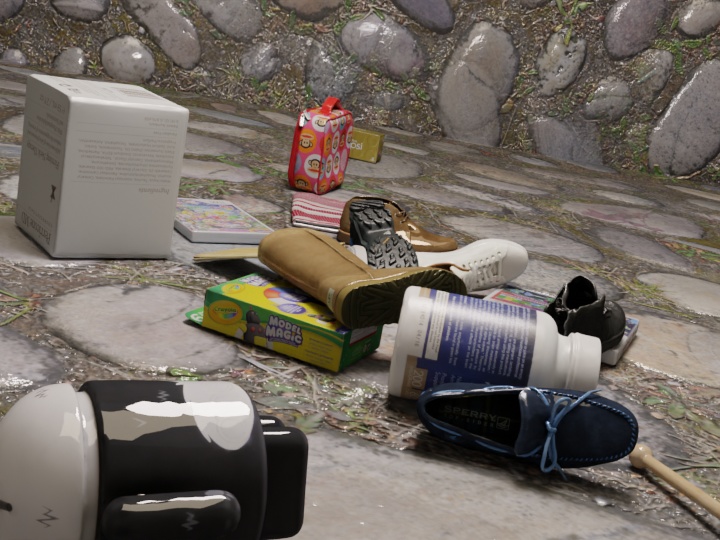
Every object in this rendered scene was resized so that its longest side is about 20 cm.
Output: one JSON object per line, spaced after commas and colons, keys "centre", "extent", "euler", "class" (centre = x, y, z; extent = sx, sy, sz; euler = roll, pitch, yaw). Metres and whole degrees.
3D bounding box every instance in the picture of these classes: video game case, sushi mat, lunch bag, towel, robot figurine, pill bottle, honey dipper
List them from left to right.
{"centre": [-0.133, 0.134, 0.645], "extent": [0.197, 0.151, 0.126], "euler": [3, 52, -26], "class": "robot figurine"}
{"centre": [-0.228, -0.078, 1.572], "extent": [0.141, 0.018, 0.199], "euler": [1, 17, -32], "class": "video game case"}
{"centre": [-0.121, -0.023, 1.335], "extent": [0.198, 0.012, 0.095], "euler": [-1, 6, 39], "class": "sushi mat"}
{"centre": [-0.072, -0.250, 2.009], "extent": [0.081, 0.179, 0.200], "euler": [14, 14, 13], "class": "lunch bag"}
{"centre": [-0.048, -0.098, 1.766], "extent": [0.141, 0.023, 0.200], "euler": [8, 15, -5], "class": "towel"}
{"centre": [0.131, 0.088, 1.014], "extent": [0.196, 0.113, 0.111], "euler": [11, 14, 5], "class": "pill bottle"}
{"centre": [0.258, 0.068, 1.358], "extent": [0.197, 0.023, 0.182], "euler": [15, 16, 21], "class": "video game case"}
{"centre": [0.293, 0.195, 0.878], "extent": [0.037, 0.039, 0.200], "euler": [4, 15, -22], "class": "honey dipper"}

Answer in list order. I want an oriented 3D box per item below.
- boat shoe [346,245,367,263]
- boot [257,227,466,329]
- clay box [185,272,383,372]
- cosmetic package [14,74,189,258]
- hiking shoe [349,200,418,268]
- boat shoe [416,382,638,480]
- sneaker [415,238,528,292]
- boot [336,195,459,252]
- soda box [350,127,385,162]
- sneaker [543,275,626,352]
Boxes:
{"centre": [-0.030, 0.018, 1.273], "extent": [0.067, 0.073, 0.201], "euler": [9, 24, -4], "class": "boat shoe"}
{"centre": [0.000, 0.000, 1.157], "extent": [0.173, 0.067, 0.199], "euler": [2, 18, -31], "class": "boot"}
{"centre": [-0.085, 0.050, 1.134], "extent": [0.197, 0.048, 0.115], "euler": [17, 16, 21], "class": "clay box"}
{"centre": [-0.342, -0.135, 1.344], "extent": [0.164, 0.203, 0.167], "euler": [0, 17, -37], "class": "cosmetic package"}
{"centre": [0.031, -0.008, 1.381], "extent": [0.073, 0.088, 0.201], "euler": [-4, 41, -10], "class": "hiking shoe"}
{"centre": [0.145, 0.142, 0.905], "extent": [0.196, 0.086, 0.069], "euler": [-1, -7, 12], "class": "boat shoe"}
{"centre": [0.148, 0.009, 1.408], "extent": [0.197, 0.074, 0.085], "euler": [-9, 24, -14], "class": "sneaker"}
{"centre": [0.064, -0.067, 1.625], "extent": [0.197, 0.077, 0.074], "euler": [12, 13, 2], "class": "boot"}
{"centre": [-0.043, -0.318, 2.500], "extent": [0.197, 0.069, 0.064], "euler": [13, 14, 10], "class": "soda box"}
{"centre": [0.267, 0.051, 1.209], "extent": [0.059, 0.106, 0.199], "euler": [22, 34, 31], "class": "sneaker"}
